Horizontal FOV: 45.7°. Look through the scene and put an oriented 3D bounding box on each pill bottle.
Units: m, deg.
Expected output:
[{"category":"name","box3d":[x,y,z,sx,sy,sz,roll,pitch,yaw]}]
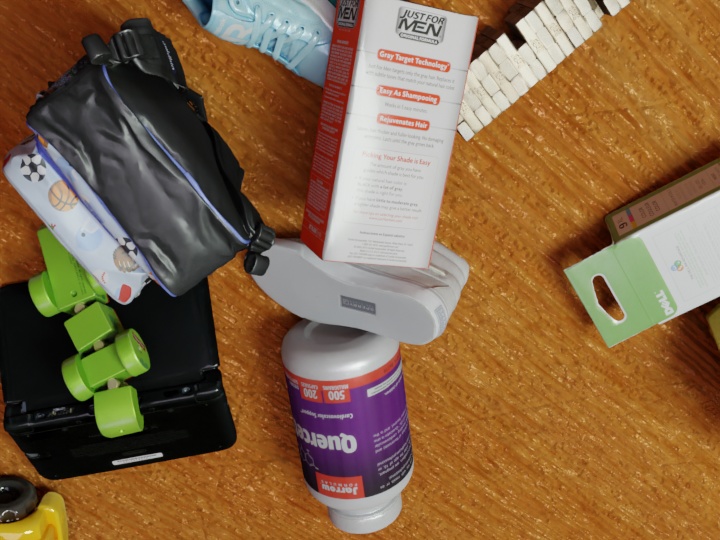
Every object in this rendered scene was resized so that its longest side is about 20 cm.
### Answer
[{"category":"pill bottle","box3d":[-0.008,0.145,0.817,0.110,0.113,0.204,-10,112,-5]}]

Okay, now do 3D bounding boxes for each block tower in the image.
[{"category":"block tower","box3d":[0.140,-0.195,0.738,0.199,0.058,0.054,-40,111,9]}]

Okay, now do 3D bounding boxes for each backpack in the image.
[{"category":"backpack","box3d":[-0.169,-0.082,0.663,0.152,0.191,0.202,-28,113,9]}]

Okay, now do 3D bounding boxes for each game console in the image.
[{"category":"game console","box3d":[-0.228,0.098,0.816,0.196,0.118,0.177,-9,142,-5]}]

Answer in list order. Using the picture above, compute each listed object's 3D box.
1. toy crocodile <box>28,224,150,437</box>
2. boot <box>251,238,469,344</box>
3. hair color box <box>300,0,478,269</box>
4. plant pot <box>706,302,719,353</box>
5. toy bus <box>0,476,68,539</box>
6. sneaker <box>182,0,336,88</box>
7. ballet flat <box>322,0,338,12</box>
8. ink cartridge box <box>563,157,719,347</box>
[{"category":"toy crocodile","box3d":[-0.232,0.046,0.742,0.067,0.062,0.203,-25,79,-1]},{"category":"boot","box3d":[0.000,0.000,0.785,0.197,0.096,0.075,19,130,19]},{"category":"hair color box","box3d":[0.020,-0.109,0.682,0.100,0.061,0.204,5,106,-24]},{"category":"plant pot","box3d":[0.449,0.094,0.813,0.174,0.203,0.200,-24,134,21]},{"category":"toy bus","box3d":[-0.380,0.295,0.776,0.196,0.192,0.139,2,110,-11]},{"category":"sneaker","box3d":[-0.089,-0.199,0.676,0.199,0.083,0.074,37,143,-12]},{"category":"ballet flat","box3d":[-0.047,-0.275,0.676,0.200,0.067,0.063,45,71,-23]},{"category":"ink cartridge box","box3d":[0.302,-0.020,0.820,0.198,0.060,0.104,-29,113,18]}]
